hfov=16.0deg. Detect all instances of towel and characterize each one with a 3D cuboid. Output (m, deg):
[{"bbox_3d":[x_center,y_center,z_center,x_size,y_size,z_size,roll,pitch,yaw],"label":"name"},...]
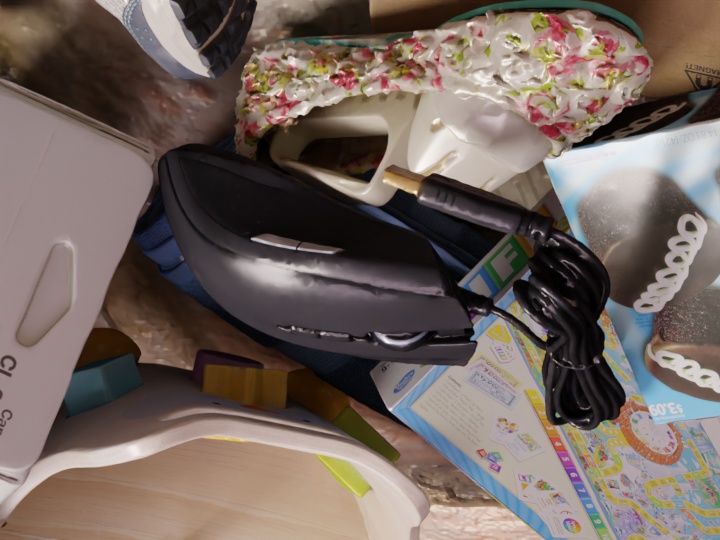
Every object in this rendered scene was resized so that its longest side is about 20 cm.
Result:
[{"bbox_3d":[0.007,0.015,1.075,0.199,0.049,0.112,32,140,-18],"label":"towel"}]

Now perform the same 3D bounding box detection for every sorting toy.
[{"bbox_3d":[-0.052,0.082,1.061,0.199,0.108,0.180,12,173,-14],"label":"sorting toy"}]

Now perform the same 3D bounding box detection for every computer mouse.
[{"bbox_3d":[0.000,0.000,0.921,0.199,0.046,0.141,25,158,16],"label":"computer mouse"}]

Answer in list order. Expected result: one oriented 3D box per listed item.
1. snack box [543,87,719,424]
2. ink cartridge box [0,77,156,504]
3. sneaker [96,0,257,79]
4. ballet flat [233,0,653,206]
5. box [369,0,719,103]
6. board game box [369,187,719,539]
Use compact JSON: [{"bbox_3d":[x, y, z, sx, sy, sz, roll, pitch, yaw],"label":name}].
[{"bbox_3d":[0.172,-0.013,0.895,0.199,0.037,0.117,-11,112,38],"label":"snack box"},{"bbox_3d":[-0.165,0.025,1.030,0.082,0.146,0.200,25,158,-11],"label":"ink cartridge box"},{"bbox_3d":[-0.107,-0.150,0.903,0.086,0.078,0.200,-11,125,34],"label":"sneaker"},{"bbox_3d":[0.025,-0.053,0.930,0.075,0.064,0.199,32,159,-33],"label":"ballet flat"},{"bbox_3d":[0.098,-0.124,0.878,0.199,0.021,0.164,14,141,13],"label":"box"},{"bbox_3d":[0.120,0.058,1.039,0.134,0.034,0.200,-45,117,8],"label":"board game box"}]
